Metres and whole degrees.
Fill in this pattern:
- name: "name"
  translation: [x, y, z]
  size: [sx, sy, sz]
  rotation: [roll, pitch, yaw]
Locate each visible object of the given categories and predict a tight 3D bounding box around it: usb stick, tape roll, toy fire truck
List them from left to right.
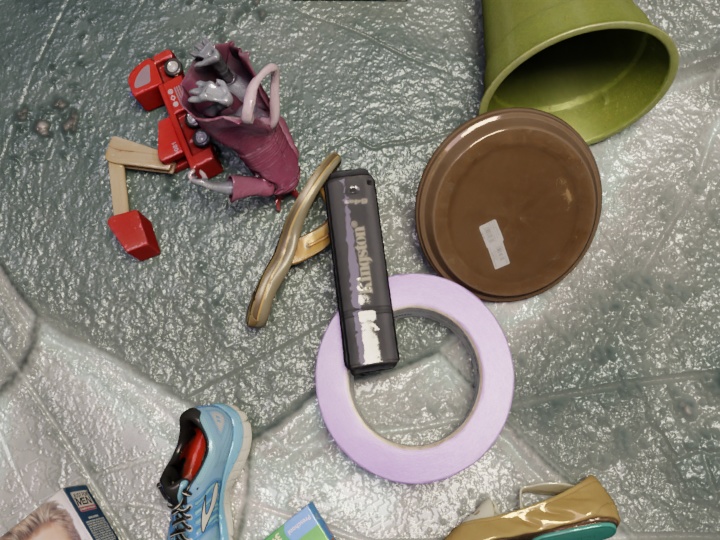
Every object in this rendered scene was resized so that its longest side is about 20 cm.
- name: "toy fire truck"
  translation: [-0.231, -0.130, 0.842]
  size: [0.139, 0.049, 0.204]
  rotation: [-24, 78, -1]
- name: "usb stick"
  translation: [0.000, 0.000, 0.742]
  size: [0.054, 0.033, 0.205]
  rotation: [-8, 77, 1]
- name: "tape roll"
  translation: [0.054, 0.109, 0.765]
  size: [0.195, 0.066, 0.206]
  rotation: [-1, 79, 4]

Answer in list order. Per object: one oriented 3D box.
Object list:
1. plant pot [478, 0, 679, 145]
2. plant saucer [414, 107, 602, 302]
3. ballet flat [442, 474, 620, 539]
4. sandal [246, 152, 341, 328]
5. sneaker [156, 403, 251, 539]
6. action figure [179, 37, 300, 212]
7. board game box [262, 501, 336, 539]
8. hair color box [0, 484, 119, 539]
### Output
- name: "plant pot"
  translation: [0.200, -0.256, 0.780]
  size: [0.195, 0.201, 0.194]
  rotation: [-10, 65, 2]
- name: "plant saucer"
  translation: [0.152, -0.059, 0.759]
  size: [0.195, 0.030, 0.205]
  rotation: [-2, 110, -5]
- name: "ballet flat"
  translation: [0.152, 0.250, 0.741]
  size: [0.195, 0.069, 0.064]
  rotation: [-13, 50, -1]
- name: "sandal"
  translation: [-0.062, -0.027, 0.799]
  size: [0.053, 0.080, 0.204]
  rotation: [24, 83, -7]
- name: "sneaker"
  translation: [-0.171, 0.228, 0.736]
  size: [0.077, 0.090, 0.205]
  rotation: [-2, 72, 28]
- name: "action figure"
  translation: [-0.098, -0.139, 0.769]
  size: [0.146, 0.201, 0.136]
  rotation: [7, 57, 33]
- name: "board game box"
  translation: [-0.053, 0.360, 0.738]
  size: [0.150, 0.037, 0.202]
  rotation: [-36, 79, -3]
- name: "hair color box"
  translation: [-0.272, 0.329, 0.749]
  size: [0.099, 0.061, 0.201]
  rotation: [-37, 78, -4]
